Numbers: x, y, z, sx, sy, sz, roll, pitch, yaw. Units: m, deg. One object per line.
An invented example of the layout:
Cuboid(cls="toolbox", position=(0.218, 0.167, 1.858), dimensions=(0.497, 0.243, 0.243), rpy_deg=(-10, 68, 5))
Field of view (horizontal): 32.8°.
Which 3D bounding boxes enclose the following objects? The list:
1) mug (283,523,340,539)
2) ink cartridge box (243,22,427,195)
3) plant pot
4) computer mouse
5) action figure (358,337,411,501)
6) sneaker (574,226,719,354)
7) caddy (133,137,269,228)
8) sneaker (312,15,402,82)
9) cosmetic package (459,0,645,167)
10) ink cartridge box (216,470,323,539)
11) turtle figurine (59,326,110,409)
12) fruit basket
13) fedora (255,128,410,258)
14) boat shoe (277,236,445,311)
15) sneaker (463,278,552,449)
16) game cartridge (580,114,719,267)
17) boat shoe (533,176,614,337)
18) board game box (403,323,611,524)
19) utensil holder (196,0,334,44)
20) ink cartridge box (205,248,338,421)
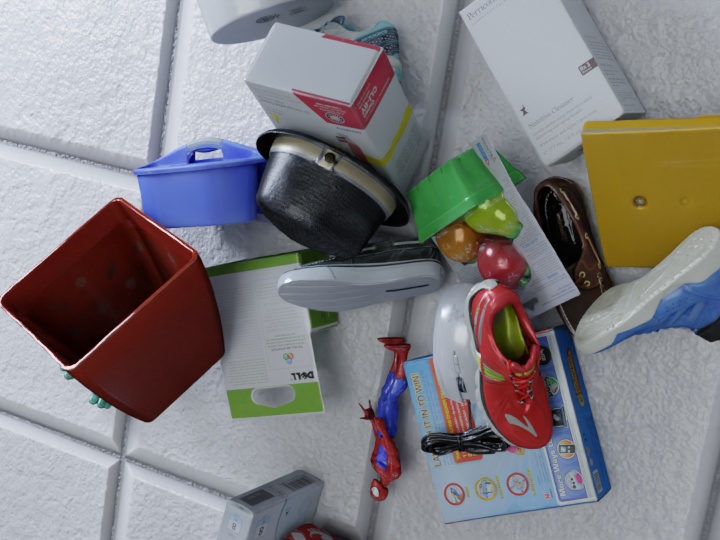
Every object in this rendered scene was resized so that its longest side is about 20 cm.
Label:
Cuboid(cls="mug", position=(-0.020, 0.428, 1.510), dimensions=(0.200, 0.133, 0.178), rpy_deg=(28, 106, 26))
Cuboid(cls="ink cartridge box", position=(-0.023, -0.178, 1.395), dimensions=(0.145, 0.200, 0.084), rpy_deg=(17, 70, 27))
Cuboid(cls="plant pot", position=(-0.282, 0.064, 1.496), dimensions=(0.200, 0.176, 0.200), rpy_deg=(-44, 45, -15))
Cuboid(cls="computer mouse", position=(0.114, 0.114, 1.381), dimensions=(0.109, 0.044, 0.201), rpy_deg=(-1, 98, 29))
Cuboid(cls="action figure", position=(0.030, 0.184, 1.492), dimensions=(0.052, 0.065, 0.201), rpy_deg=(0, 98, -15))
Cuboid(cls="sneaker", position=(0.330, 0.049, 1.291), dimensions=(0.111, 0.077, 0.200), rpy_deg=(40, 116, -19))
Cuboid(cls="caddy", position=(-0.188, -0.114, 1.532), dimensions=(0.200, 0.141, 0.105), rpy_deg=(-2, 100, 28))
Cuboid(cls="sneaker", position=(-0.039, -0.261, 1.485), dimensions=(0.199, 0.078, 0.087), rpy_deg=(2, 81, 24))
Cuboid(cls="cosmetic package", position=(0.210, -0.228, 1.340), dimensions=(0.113, 0.081, 0.200), rpy_deg=(-35, 80, 29))
Cuboid(cls="ink cartridge box", position=(-0.128, 0.364, 1.541), dimensions=(0.047, 0.160, 0.201), rpy_deg=(21, 105, 26))
Cuboid(cls="turtle figurine", position=(-0.343, 0.087, 1.660), dimensions=(0.150, 0.101, 0.200), rpy_deg=(53, 133, 31))
Cuboid(cls="fruit basket", position=(0.149, -0.037, 1.374), dimensions=(0.200, 0.094, 0.185), rpy_deg=(54, 150, 0))
Cuboid(cls="fedora", position=(-0.047, -0.077, 1.408), dimensions=(0.200, 0.201, 0.092), rpy_deg=(23, 75, 24))
Cuboid(cls="boat shoe", position=(0.000, 0.000, 1.463), dimensions=(0.199, 0.072, 0.071), rpy_deg=(-4, 56, 0))
Cuboid(cls="sneaker", position=(0.163, 0.108, 1.312), dimensions=(0.077, 0.085, 0.200), rpy_deg=(-23, 103, -13))
Cuboid(cls="game cartridge", position=(0.340, -0.080, 1.269), dimensions=(0.199, 0.032, 0.177), rpy_deg=(0, 127, 25))
Cuboid(cls="boat shoe", position=(0.233, -0.006, 1.359), dimensions=(0.070, 0.070, 0.201), rpy_deg=(-19, 88, 24))
Cuboid(cls="board game box", position=(0.168, 0.180, 1.421), dimensions=(0.195, 0.056, 0.201), rpy_deg=(-15, 89, 29))
Cuboid(cls="utensil holder", position=(-0.135, -0.390, 1.458), dimensions=(0.170, 0.170, 0.201), rpy_deg=(-17, 89, 28))
Cuboid(cls="ink cartridge box", position=(-0.106, 0.081, 1.547), dimensions=(0.147, 0.076, 0.201), rpy_deg=(-8, 93, 28))
